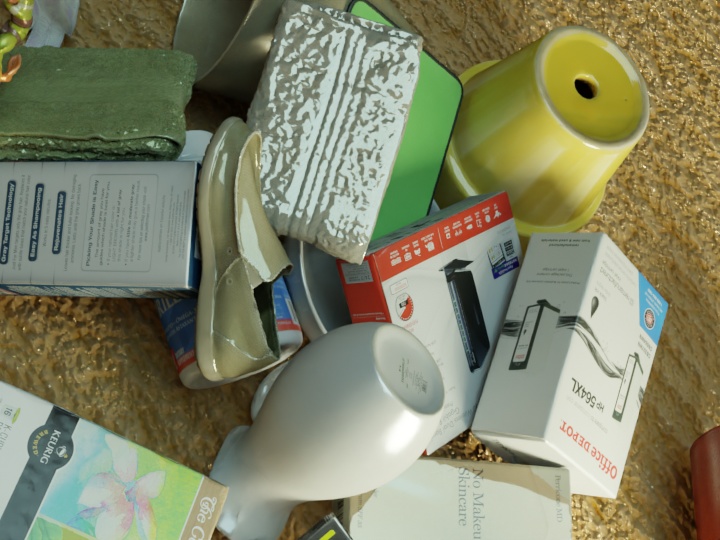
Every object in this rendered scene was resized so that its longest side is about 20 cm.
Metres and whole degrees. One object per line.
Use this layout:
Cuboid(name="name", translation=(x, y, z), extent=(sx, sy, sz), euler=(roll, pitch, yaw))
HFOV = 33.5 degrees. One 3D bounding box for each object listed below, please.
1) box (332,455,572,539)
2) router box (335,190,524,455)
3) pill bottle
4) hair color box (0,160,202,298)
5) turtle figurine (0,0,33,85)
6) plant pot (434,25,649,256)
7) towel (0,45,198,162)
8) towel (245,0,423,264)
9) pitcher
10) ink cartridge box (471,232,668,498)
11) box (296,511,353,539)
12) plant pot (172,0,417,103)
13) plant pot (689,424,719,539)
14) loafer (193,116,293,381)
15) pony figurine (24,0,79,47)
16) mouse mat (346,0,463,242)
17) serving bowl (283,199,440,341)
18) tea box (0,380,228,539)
Cuboid(name="box", translation=(0.078, 0.214, 1.029), extent=(0.197, 0.078, 0.096), euler=(5, 68, -12))
Cuboid(name="router box", translation=(0.081, 0.042, 1.076), extent=(0.199, 0.048, 0.182), euler=(-26, 104, -44))
Cuboid(name="pill bottle", translation=(-0.131, -0.011, 1.023), extent=(0.111, 0.112, 0.202), euler=(-14, 75, -29))
Cuboid(name="hair color box", translation=(-0.215, -0.032, 0.953), extent=(0.197, 0.061, 0.102), euler=(1, 80, 13))
Cuboid(name="turtle figurine", translation=(-0.317, -0.170, 0.964), extent=(0.201, 0.160, 0.065), euler=(-50, 126, -16))
Cuboid(name="plant pot", translation=(0.178, -0.137, 1.173), extent=(0.198, 0.189, 0.203), euler=(9, 65, -21))
Cuboid(name="towel", translation=(-0.240, -0.140, 1.009), extent=(0.197, 0.037, 0.149), euler=(-1, 42, 0))
Cuboid(name="towel", translation=(-0.031, -0.119, 0.989), extent=(0.131, 0.034, 0.203), euler=(18, 80, 1))
Cuboid(name="pitcher", translation=(-0.029, 0.109, 0.957), extent=(0.121, 0.199, 0.173), euler=(34, 36, -26))
Cuboid(name="ink cartridge box", translation=(0.195, 0.087, 1.091), extent=(0.146, 0.084, 0.202), euler=(38, 63, -42))
Cuboid(name="box", translation=(-0.049, 0.315, 0.925), extent=(0.199, 0.044, 0.161), euler=(-39, 88, -8))
Cuboid(name="plant pot", translation=(-0.047, -0.225, 1.125), extent=(0.198, 0.187, 0.190), euler=(20, 62, -30))
Cuboid(name="plant pot", translation=(0.401, 0.252, 1.129), extent=(0.198, 0.201, 0.198), euler=(11, 57, -20))
Cuboid(name="loafer", translation=(-0.086, -0.016, 0.919), extent=(0.067, 0.076, 0.203), euler=(3, 94, 10))
Cuboid(name="pony figurine", translation=(-0.313, -0.309, 1.034), extent=(0.165, 0.194, 0.202), euler=(11, 46, -24))
Cuboid(name="mouse mat", translation=(0.020, -0.122, 1.072), extent=(0.160, 0.007, 0.202), euler=(32, 67, -36))
Cuboid(name="serving bowl", translation=(0.000, 0.000, 1.091), extent=(0.199, 0.065, 0.203), euler=(11, 74, -43))
Cuboid(name="tea box", translation=(-0.230, 0.221, 0.869), extent=(0.195, 0.134, 0.202), euler=(27, 61, -13))
